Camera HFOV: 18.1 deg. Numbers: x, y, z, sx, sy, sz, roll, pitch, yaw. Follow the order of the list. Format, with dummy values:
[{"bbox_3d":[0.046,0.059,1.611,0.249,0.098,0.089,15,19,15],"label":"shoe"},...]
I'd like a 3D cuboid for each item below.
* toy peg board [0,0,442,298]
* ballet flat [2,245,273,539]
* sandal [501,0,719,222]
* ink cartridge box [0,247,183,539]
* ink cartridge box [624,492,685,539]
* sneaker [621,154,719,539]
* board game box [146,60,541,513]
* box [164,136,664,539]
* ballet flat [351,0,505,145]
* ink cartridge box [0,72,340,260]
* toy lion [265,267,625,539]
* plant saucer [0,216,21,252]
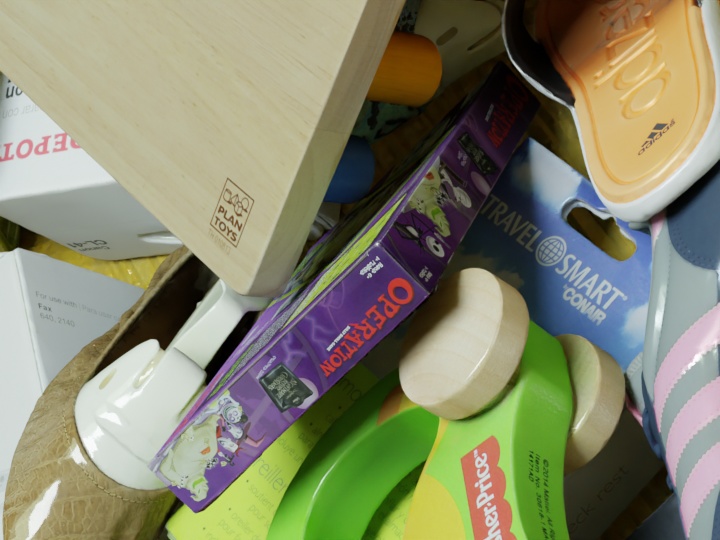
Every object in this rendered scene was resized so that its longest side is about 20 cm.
[{"bbox_3d":[-0.025,-0.123,0.833,0.200,0.097,0.200,41,117,41],"label":"toy peg board"},{"bbox_3d":[-0.072,0.040,0.863,0.072,0.068,0.200,-45,7,39],"label":"ballet flat"},{"bbox_3d":[0.087,-0.090,0.795,0.079,0.059,0.207,-41,22,16],"label":"sandal"},{"bbox_3d":[-0.137,0.117,0.920,0.146,0.085,0.201,-39,51,31],"label":"ink cartridge box"},{"bbox_3d":[0.136,0.111,0.742,0.200,0.039,0.100,-48,51,15],"label":"ink cartridge box"},{"bbox_3d":[0.121,0.056,0.716,0.082,0.070,0.202,-20,55,45],"label":"sneaker"},{"bbox_3d":[0.000,0.000,0.807,0.120,0.200,0.032,-39,97,26],"label":"board game box"},{"bbox_3d":[0.036,0.060,0.813,0.200,0.048,0.122,-47,47,-3],"label":"box"},{"bbox_3d":[0.043,-0.126,0.896,0.074,0.074,0.201,26,94,42],"label":"ballet flat"},{"bbox_3d":[-0.076,-0.116,0.972,0.147,0.085,0.202,-7,68,37],"label":"ink cartridge box"},{"bbox_3d":[0.006,0.127,0.711,0.191,0.068,0.201,-39,37,28],"label":"toy lion"},{"bbox_3d":[-0.178,-0.092,1.004,0.047,0.200,0.202,5,73,5],"label":"plant saucer"}]
